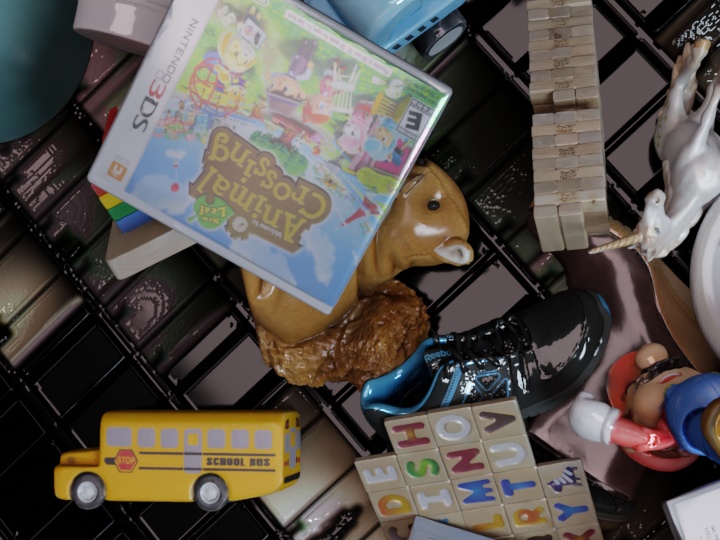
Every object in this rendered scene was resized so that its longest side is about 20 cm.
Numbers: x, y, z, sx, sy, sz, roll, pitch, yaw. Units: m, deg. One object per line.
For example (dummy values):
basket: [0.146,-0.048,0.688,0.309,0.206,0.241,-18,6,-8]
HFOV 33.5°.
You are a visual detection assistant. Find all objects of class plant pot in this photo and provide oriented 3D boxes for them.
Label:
plant pot: [-0.348,-0.219,1.006,0.198,0.161,0.203,0,88,10]

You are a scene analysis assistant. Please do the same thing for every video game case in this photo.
video game case: [-0.065,-0.094,0.831,0.199,0.022,0.183,29,103,-4]

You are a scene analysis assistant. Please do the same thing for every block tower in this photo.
block tower: [0.160,-0.116,0.922,0.053,0.058,0.202,-4,62,13]

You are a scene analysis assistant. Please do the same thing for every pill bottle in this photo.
pill bottle: [-0.168,-0.285,0.999,0.113,0.114,0.202,15,90,11]

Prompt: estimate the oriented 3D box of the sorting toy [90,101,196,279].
sorting toy: [-0.115,-0.109,0.935,0.197,0.201,0.070,-26,119,9]

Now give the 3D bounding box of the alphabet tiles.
alphabet tiles: [0.093,0.179,0.908,0.165,0.008,0.201,-11,123,15]

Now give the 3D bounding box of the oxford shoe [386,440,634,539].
oxford shoe: [0.117,0.184,0.954,0.197,0.073,0.085,8,115,7]

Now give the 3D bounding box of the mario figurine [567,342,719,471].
mario figurine: [0.218,0.081,0.800,0.122,0.200,0.107,20,82,-12]

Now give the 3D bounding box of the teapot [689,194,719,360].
teapot: [0.344,0.012,0.875,0.199,0.146,0.200,-25,70,28]

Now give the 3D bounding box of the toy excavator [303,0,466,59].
toy excavator: [0.039,-0.240,0.915,0.194,0.200,0.100,-36,82,-2]

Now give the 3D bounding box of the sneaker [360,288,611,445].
sneaker: [0.091,0.073,0.877,0.199,0.082,0.074,-35,46,15]

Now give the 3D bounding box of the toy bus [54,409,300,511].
toy bus: [-0.153,0.157,0.998,0.197,0.065,0.079,-1,87,11]

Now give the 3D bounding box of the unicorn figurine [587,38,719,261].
unicorn figurine: [0.244,-0.089,0.879,0.073,0.200,0.138,27,119,6]

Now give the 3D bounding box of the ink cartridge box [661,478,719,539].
ink cartridge box: [0.309,0.172,0.838,0.174,0.200,0.085,-22,75,9]

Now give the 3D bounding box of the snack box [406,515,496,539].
snack box: [0.121,0.282,0.916,0.198,0.053,0.144,15,121,11]

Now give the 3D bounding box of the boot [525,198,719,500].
boot: [0.176,0.056,0.923,0.199,0.072,0.167,38,78,2]

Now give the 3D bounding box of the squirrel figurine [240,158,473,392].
squirrel figurine: [0.000,0.000,0.959,0.184,0.142,0.202,-12,107,-5]
